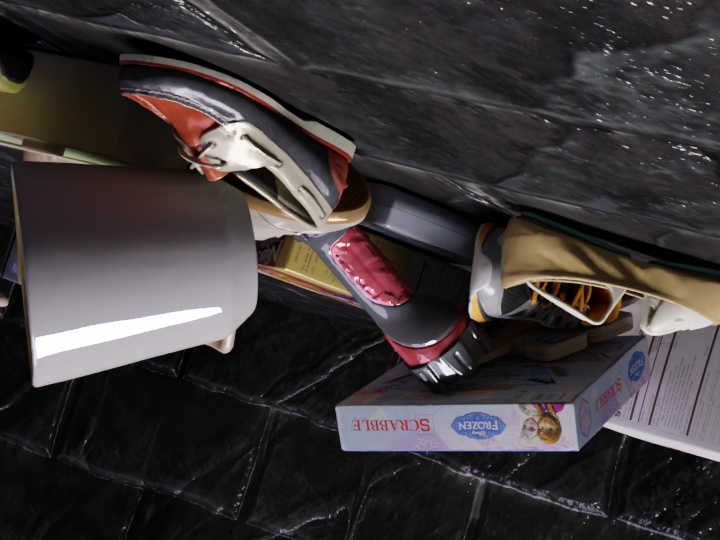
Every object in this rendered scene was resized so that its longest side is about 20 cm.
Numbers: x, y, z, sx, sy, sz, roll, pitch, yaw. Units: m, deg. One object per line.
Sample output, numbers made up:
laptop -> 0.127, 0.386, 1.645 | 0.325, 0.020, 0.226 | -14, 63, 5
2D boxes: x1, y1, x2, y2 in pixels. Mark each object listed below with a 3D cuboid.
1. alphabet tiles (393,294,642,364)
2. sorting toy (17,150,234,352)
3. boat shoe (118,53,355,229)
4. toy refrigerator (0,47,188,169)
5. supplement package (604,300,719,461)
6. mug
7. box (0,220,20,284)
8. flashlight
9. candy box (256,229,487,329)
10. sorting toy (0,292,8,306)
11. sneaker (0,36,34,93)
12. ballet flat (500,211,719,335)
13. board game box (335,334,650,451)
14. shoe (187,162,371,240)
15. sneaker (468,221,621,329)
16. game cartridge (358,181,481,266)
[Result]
alphabet tiles -> 0.137, 0.046, 1.460 | 0.195, 0.015, 0.200 | -19, -165, -30
sorting toy -> -0.178, -0.042, 1.346 | 0.200, 0.185, 0.036 | 19, -148, 13
boat shoe -> -0.081, -0.085, 1.104 | 0.071, 0.063, 0.200 | 16, 174, 44
toy refrigerator -> -0.216, -0.113, 1.220 | 0.200, 0.070, 0.076 | 15, 175, 35
supplement package -> 0.299, 0.100, 1.477 | 0.121, 0.120, 0.200 | 20, 175, -39
mug -> -0.155, -0.012, 1.155 | 0.153, 0.150, 0.187 | -6, -157, -12
box -> -0.190, -0.038, 1.458 | 0.200, 0.158, 0.051 | 18, 175, 9
flashlight -> 0.017, 0.003, 1.296 | 0.200, 0.068, 0.068 | 50, 179, -19
candy box -> 0.000, 0.000, 1.407 | 0.200, 0.057, 0.117 | 22, 174, -31
sorting toy -> -0.342, -0.075, 1.408 | 0.036, 0.200, 0.185 | -7, 172, 6
sneaker -> -0.307, -0.134, 1.192 | 0.200, 0.090, 0.078 | 12, 171, 38
ballet flat -> 0.195, 0.015, 1.227 | 0.200, 0.063, 0.069 | 17, 176, 3
board game box -> 0.112, 0.098, 1.376 | 0.200, 0.041, 0.199 | -3, -168, 27
shoe -> -0.083, -0.061, 1.234 | 0.200, 0.070, 0.053 | 14, 141, 19
sneaker -> 0.143, 0.008, 1.330 | 0.077, 0.078, 0.200 | 9, 179, 28
game cartridge -> 0.013, -0.043, 1.407 | 0.133, 0.041, 0.200 | 16, 176, -31
